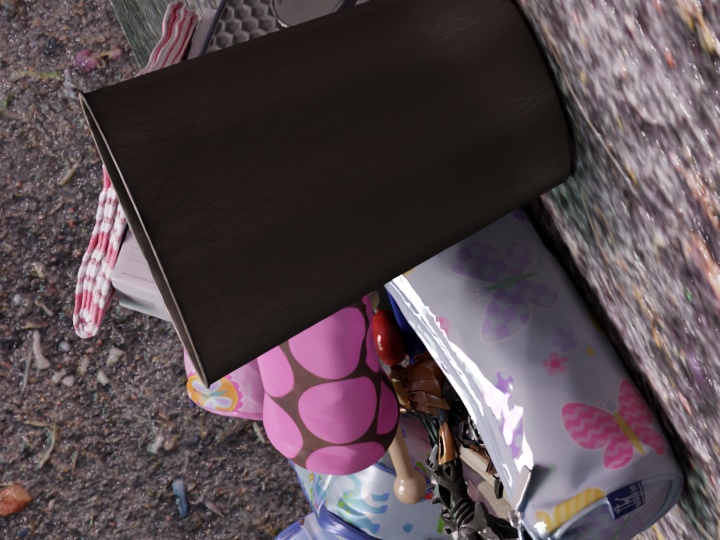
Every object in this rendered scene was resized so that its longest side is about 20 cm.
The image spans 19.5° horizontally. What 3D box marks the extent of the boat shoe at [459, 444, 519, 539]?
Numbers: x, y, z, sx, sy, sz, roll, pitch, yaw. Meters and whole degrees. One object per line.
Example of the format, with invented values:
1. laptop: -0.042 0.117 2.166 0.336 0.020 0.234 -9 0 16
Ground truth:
1. boat shoe: 0.099 0.159 1.341 0.072 0.065 0.200 22 -179 -17

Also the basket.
1. basket: -0.013 -0.052 0.992 0.181 0.199 0.136 80 164 -60

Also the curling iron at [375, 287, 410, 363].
1. curling iron: 0.000 0.000 1.347 0.200 0.026 0.050 55 173 -10

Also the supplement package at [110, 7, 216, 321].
1. supplement package: -0.089 -0.061 1.457 0.114 0.109 0.201 109 179 -79

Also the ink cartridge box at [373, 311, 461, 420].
1. ink cartridge box: 0.027 0.082 1.464 0.200 0.050 0.161 45 174 -4

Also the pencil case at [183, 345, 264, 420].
1. pencil case: -0.073 -0.006 1.321 0.087 0.087 0.201 -129 34 -62

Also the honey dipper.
1. honey dipper: 0.009 0.070 1.341 0.038 0.038 0.201 -128 19 -61

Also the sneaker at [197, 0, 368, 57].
1. sneaker: -0.039 -0.089 1.202 0.077 0.203 0.146 28 166 29

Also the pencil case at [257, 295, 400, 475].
1. pencil case: -0.022 0.015 1.157 0.090 0.094 0.201 21 138 24

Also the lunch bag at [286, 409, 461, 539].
1. lunch bag: 0.033 0.148 1.544 0.083 0.160 0.200 -66 25 13

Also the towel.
1. towel: -0.158 -0.071 1.439 0.147 0.030 0.201 -72 1 -54

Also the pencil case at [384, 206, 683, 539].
1. pencil case: 0.085 0.054 1.077 0.083 0.090 0.201 79 165 -62

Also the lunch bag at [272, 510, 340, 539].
1. lunch bag: 0.015 0.237 1.744 0.076 0.199 0.161 56 170 30

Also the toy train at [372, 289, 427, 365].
1. toy train: 0.025 -0.049 1.256 0.116 0.084 0.201 -101 -7 -56

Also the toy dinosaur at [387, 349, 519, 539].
1. toy dinosaur: 0.071 0.081 1.215 0.136 0.102 0.200 67 166 -10
